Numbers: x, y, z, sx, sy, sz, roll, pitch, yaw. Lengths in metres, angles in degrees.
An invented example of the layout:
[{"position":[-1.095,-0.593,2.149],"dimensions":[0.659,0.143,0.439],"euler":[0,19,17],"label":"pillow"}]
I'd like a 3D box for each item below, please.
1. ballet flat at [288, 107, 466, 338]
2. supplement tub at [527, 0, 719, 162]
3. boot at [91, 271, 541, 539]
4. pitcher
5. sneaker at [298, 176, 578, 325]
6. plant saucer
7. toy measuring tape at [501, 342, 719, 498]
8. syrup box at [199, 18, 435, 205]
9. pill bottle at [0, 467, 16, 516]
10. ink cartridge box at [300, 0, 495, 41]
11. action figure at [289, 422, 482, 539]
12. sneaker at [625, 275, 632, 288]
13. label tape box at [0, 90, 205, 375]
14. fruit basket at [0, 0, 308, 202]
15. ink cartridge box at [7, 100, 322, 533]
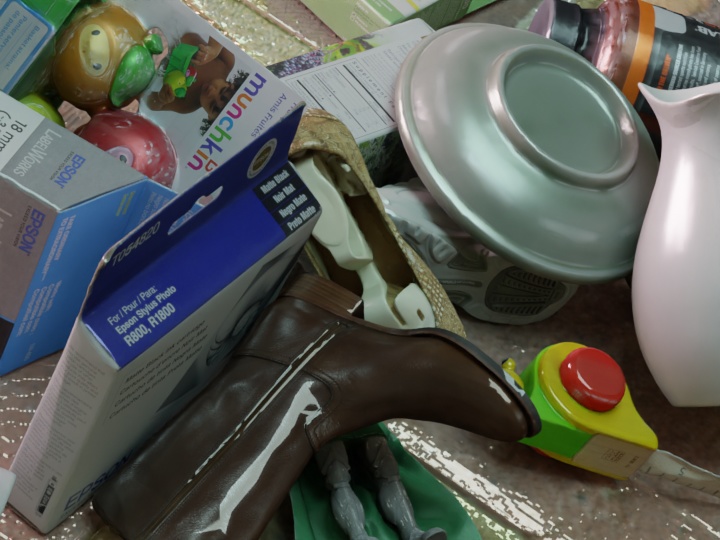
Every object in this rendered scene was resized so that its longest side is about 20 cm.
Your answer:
[{"position":[0.000,0.000,1.698],"dimensions":[0.200,0.070,0.065],"euler":[58,15,-9],"label":"ballet flat"},{"position":[0.208,-0.121,1.946],"dimensions":[0.200,0.107,0.107],"euler":[18,43,-11],"label":"supplement tub"},{"position":[-0.026,0.108,1.573],"dimensions":[0.186,0.064,0.200],"euler":[23,57,31],"label":"boot"},{"position":[0.232,-0.019,1.733],"dimensions":[0.121,0.172,0.200],"euler":[-3,90,-17],"label":"pitcher"},{"position":[0.036,-0.025,1.800],"dimensions":[0.200,0.078,0.099],"euler":[13,36,-28],"label":"sneaker"},{"position":[0.118,-0.086,1.803],"dimensions":[0.200,0.050,0.200],"euler":[19,46,-21],"label":"plant saucer"},{"position":[0.160,0.089,1.749],"dimensions":[0.200,0.074,0.074],"euler":[18,42,-23],"label":"toy measuring tape"},{"position":[-0.020,-0.085,1.815],"dimensions":[0.200,0.079,0.081],"euler":[-22,61,-40],"label":"syrup box"},{"position":[-0.283,0.106,1.468],"dimensions":[0.200,0.112,0.112],"euler":[22,42,-5],"label":"pill bottle"},{"position":[0.028,-0.232,2.010],"dimensions":[0.146,0.048,0.200],"euler":[43,47,18],"label":"ink cartridge box"},{"position":[-0.013,0.090,1.669],"dimensions":[0.118,0.055,0.200],"euler":[-4,47,-27],"label":"action figure"},{"position":[0.256,0.043,1.837],"dimensions":[0.200,0.070,0.076],"euler":[24,47,-1],"label":"sneaker"},{"position":[-0.202,-0.019,1.608],"dimensions":[0.200,0.144,0.063],"euler":[29,42,3],"label":"label tape box"},{"position":[-0.161,-0.084,1.682],"dimensions":[0.200,0.185,0.094],"euler":[40,4,19],"label":"fruit basket"},{"position":[-0.100,0.026,1.575],"dimensions":[0.041,0.200,0.200],"euler":[37,44,11],"label":"ink cartridge box"}]
